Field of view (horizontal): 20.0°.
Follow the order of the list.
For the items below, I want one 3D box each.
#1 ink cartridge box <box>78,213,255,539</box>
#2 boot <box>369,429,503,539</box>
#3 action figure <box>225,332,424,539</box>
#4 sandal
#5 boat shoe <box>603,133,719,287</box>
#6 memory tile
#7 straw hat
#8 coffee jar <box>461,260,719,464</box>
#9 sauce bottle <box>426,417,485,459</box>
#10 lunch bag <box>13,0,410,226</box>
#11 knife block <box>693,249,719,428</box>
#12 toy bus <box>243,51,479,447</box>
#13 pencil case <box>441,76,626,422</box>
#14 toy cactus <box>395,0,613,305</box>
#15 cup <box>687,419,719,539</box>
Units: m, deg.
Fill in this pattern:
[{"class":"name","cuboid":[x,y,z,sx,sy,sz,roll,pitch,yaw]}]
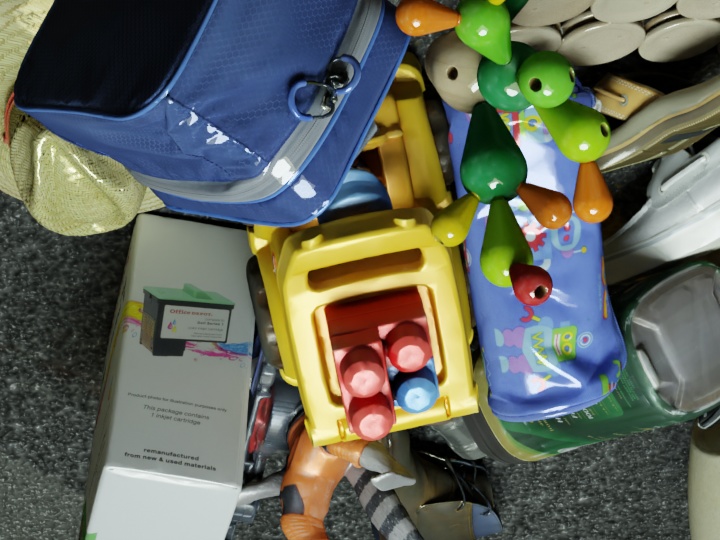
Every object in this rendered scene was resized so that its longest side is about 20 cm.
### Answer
[{"class":"ink cartridge box","cuboid":[-0.119,0.087,1.260,0.084,0.201,0.145,10,138,-9]},{"class":"boot","cuboid":[0.050,0.143,1.438,0.096,0.075,0.200,-13,147,-4]},{"class":"action figure","cuboid":[-0.035,0.132,1.323,0.104,0.194,0.201,4,125,-23]},{"class":"sandal","cuboid":[0.165,-0.094,1.161,0.080,0.054,0.200,-12,171,-45]},{"class":"boat shoe","cuboid":[0.209,-0.053,1.209,0.072,0.069,0.200,-15,166,-41]},{"class":"memory tile","cuboid":[0.168,-0.150,1.079,0.199,0.017,0.153,-4,160,-18]},{"class":"straw hat","cuboid":[-0.159,-0.068,1.165,0.200,0.085,0.202,-1,139,-1]},{"class":"coffee jar","cuboid":[0.148,0.061,1.271,0.104,0.086,0.200,-27,-179,-35]},{"class":"sauce bottle","cuboid":[0.028,0.059,1.335,0.064,0.065,0.200,-22,136,22]},{"class":"lunch bag","cuboid":[-0.066,-0.104,1.044,0.132,0.136,0.200,33,168,-33]},{"class":"knife block","cuboid":[0.234,0.017,1.292,0.175,0.064,0.200,-13,138,11]},{"class":"toy bus","cuboid":[0.000,0.000,1.140,0.135,0.192,0.201,-11,114,0]},{"class":"pencil case","cuboid":[0.100,-0.017,1.138,0.086,0.078,0.201,-7,105,6]},{"class":"toy cactus","cuboid":[0.060,-0.092,1.007,0.102,0.165,0.201,-12,103,-11]},{"class":"cup","cuboid":[0.300,0.149,1.374,0.200,0.200,0.144,-23,111,23]}]
